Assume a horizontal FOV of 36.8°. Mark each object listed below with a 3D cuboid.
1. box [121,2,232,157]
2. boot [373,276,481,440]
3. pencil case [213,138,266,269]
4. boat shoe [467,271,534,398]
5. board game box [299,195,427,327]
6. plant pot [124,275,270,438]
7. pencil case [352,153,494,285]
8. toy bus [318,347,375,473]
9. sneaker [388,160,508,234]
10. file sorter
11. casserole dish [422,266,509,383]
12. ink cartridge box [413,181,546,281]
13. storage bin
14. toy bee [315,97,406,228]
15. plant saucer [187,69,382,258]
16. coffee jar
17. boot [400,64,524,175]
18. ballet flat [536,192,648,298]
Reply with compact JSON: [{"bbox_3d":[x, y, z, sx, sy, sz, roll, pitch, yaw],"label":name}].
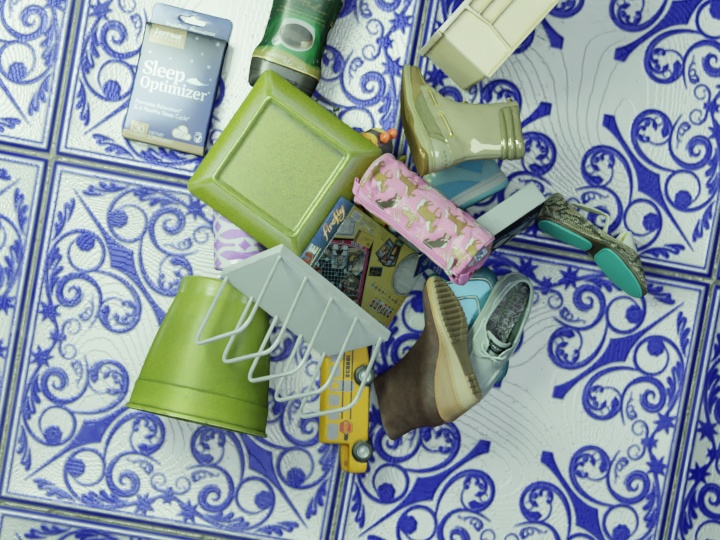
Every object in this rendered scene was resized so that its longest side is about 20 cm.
[{"bbox_3d":[-0.261,-0.275,1.546,0.120,0.032,0.203,12,90,-3],"label":"box"},{"bbox_3d":[0.078,0.126,1.535,0.165,0.072,0.202,-26,70,34],"label":"boot"},{"bbox_3d":[-0.165,-0.091,1.523,0.085,0.084,0.203,-1,92,-22],"label":"pencil case"},{"bbox_3d":[0.186,0.096,1.523,0.069,0.072,0.203,25,91,-3],"label":"boat shoe"},{"bbox_3d":[0.000,0.000,1.502,0.136,0.035,0.200,-56,138,-1],"label":"board game box"},{"bbox_3d":[-0.204,0.115,1.495,0.198,0.200,0.195,13,80,-3],"label":"plant pot"},{"bbox_3d":[0.083,-0.069,1.433,0.199,0.086,0.083,40,103,9],"label":"pencil case"},{"bbox_3d":[-0.020,0.185,1.557,0.077,0.065,0.203,2,92,-3],"label":"toy bus"},{"bbox_3d":[0.103,-0.138,1.534,0.199,0.079,0.132,-25,91,-26],"label":"sneaker"},{"bbox_3d":[-0.090,0.088,1.399,0.200,0.138,0.125,39,56,-26],"label":"file sorter"},{"bbox_3d":[0.156,0.086,1.576,0.120,0.039,0.203,-7,93,-2],"label":"casserole dish"},{"bbox_3d":[0.167,-0.043,1.523,0.199,0.100,0.039,-33,77,-10],"label":"ink cartridge box"},{"bbox_3d":[0.189,-0.353,1.480,0.094,0.200,0.199,42,90,-5],"label":"storage bin"},{"bbox_3d":[0.012,-0.150,1.514,0.200,0.108,0.131,51,49,-23],"label":"toy bee"},{"bbox_3d":[-0.104,-0.137,1.447,0.199,0.048,0.201,35,91,1],"label":"plant saucer"},{"bbox_3d":[-0.087,-0.341,1.524,0.103,0.085,0.202,19,90,-7],"label":"coffee jar"},{"bbox_3d":[0.136,-0.216,1.483,0.153,0.201,0.073,-8,136,-4],"label":"boot"},{"bbox_3d":[0.349,-0.046,1.573,0.199,0.068,0.076,36,70,-2],"label":"ballet flat"}]
